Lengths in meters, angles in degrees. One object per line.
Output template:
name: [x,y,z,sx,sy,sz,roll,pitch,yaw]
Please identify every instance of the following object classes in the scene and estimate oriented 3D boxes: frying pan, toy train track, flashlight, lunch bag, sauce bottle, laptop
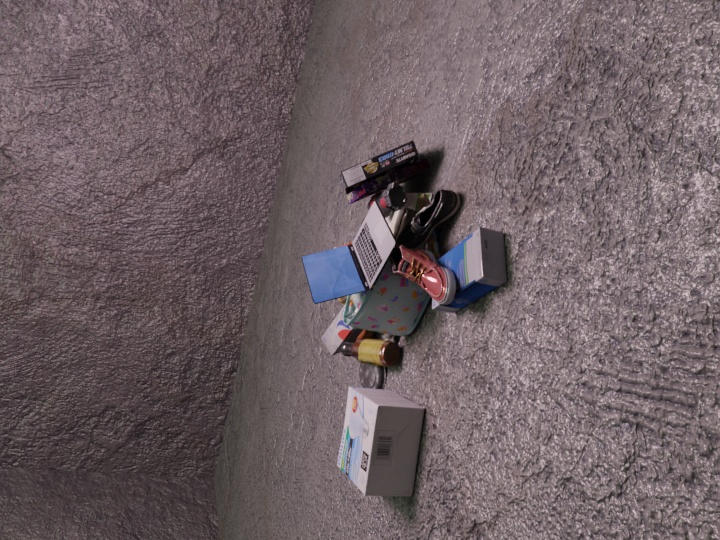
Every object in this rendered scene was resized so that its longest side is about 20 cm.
frying pan: [0.018,0.245,1.661,0.115,0.030,0.193,-51,48,42]
toy train track: [0.170,-0.087,1.437,0.114,0.032,0.204,-33,54,38]
flashlight: [0.067,-0.165,1.507,0.069,0.067,0.200,-58,11,-5]
lunch bag: [0.064,0.065,1.458,0.123,0.167,0.203,-108,37,-50]
sauce bottle: [0.022,0.210,1.597,0.198,0.065,0.068,-3,78,55]
laptop: [-0.031,-0.045,1.381,0.202,0.114,0.189,-61,29,25]

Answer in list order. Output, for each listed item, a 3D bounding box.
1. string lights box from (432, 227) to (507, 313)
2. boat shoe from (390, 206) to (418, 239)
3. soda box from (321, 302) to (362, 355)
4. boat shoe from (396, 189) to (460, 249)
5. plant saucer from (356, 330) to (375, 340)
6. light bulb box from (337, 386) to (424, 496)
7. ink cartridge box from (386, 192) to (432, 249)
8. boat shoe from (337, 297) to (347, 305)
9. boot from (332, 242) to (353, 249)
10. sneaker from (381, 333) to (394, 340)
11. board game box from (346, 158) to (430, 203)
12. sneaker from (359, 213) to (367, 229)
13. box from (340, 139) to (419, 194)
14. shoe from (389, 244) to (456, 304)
string lights box: [0.213,0.004,1.237,0.200,0.058,0.105,137,139,-60]
boat shoe: [0.090,-0.057,1.524,0.072,0.059,0.206,-116,44,-78]
soda box: [-0.031,0.147,1.681,0.064,0.067,0.201,55,133,22]
boat shoe: [0.140,-0.117,1.407,0.200,0.062,0.074,-42,50,32]
plant saucer: [0.014,0.120,1.768,0.200,0.037,0.206,-170,89,-71]
light bulb box: [0.043,0.394,1.434,0.199,0.122,0.204,-177,96,-69]
ink cartridge box: [0.115,-0.129,1.595,0.197,0.047,0.150,10,90,47]
boat shoe: [-0.039,0.057,1.780,0.200,0.074,0.074,147,130,-65]
boot: [0.000,0.000,1.644,0.105,0.201,0.076,-8,43,30]
sneaker: [0.065,0.080,1.588,0.078,0.075,0.205,153,123,-63]
board game box: [0.070,-0.227,1.560,0.120,0.197,0.033,-10,104,67]
sneaker: [0.042,-0.087,1.733,0.069,0.094,0.203,-4,48,33]
box: [0.045,-0.257,1.559,0.200,0.194,0.051,-128,16,-88]
shoe: [0.123,0.006,1.266,0.201,0.089,0.073,-119,43,-62]
